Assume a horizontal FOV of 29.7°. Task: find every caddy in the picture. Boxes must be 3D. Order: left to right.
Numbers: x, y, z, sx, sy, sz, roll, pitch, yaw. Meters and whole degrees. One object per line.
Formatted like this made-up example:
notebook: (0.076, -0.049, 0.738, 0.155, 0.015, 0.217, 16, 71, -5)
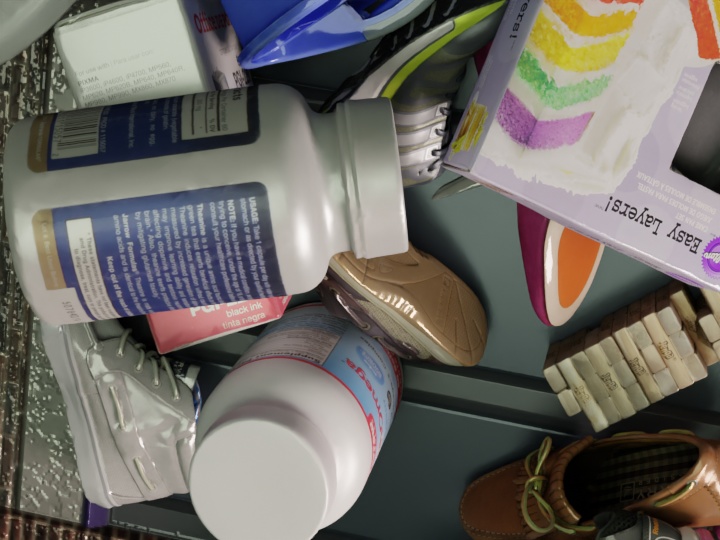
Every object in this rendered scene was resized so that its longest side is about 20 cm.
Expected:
caddy: (0.001, -0.191, 0.795, 0.199, 0.141, 0.106, -31, 94, 17)

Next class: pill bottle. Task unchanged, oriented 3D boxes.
pill bottle: (-0.078, -0.038, 0.717, 0.198, 0.111, 0.112, -7, 103, 0)
pill bottle: (-0.039, 0.096, 0.844, 0.108, 0.200, 0.110, 3, 105, 10)

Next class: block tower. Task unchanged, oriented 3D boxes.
block tower: (0.215, 0.031, 0.858, 0.199, 0.058, 0.054, -29, 97, 18)

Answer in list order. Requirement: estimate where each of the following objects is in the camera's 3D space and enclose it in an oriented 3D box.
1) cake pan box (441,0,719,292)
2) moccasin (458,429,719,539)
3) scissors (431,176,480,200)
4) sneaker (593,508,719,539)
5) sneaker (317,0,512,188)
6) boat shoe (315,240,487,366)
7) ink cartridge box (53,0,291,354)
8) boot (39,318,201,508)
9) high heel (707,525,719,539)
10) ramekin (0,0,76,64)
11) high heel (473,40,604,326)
cake pan box: (0.168, -0.104, 0.780, 0.199, 0.052, 0.186, 24, 94, -21)
moccasin: (0.142, 0.140, 0.860, 0.200, 0.074, 0.078, -12, 145, 43)
scissors: (0.141, -0.080, 0.863, 0.199, 0.014, 0.073, -38, 94, 16)
sneaker: (0.134, 0.218, 0.836, 0.086, 0.080, 0.201, 27, 113, -6)
sneaker: (0.035, -0.103, 0.841, 0.081, 0.074, 0.200, 38, 130, -14)
boat shoe: (0.000, 0.000, 0.854, 0.064, 0.072, 0.200, -22, 131, 38)
ink cartridge box: (-0.105, -0.071, 0.842, 0.084, 0.146, 0.202, -17, 101, 8)
boot: (-0.156, 0.065, 0.934, 0.095, 0.074, 0.202, -8, 111, 6)
high heel: (0.275, 0.151, 0.859, 0.095, 0.067, 0.202, 15, 103, 19)
ramekin: (-0.230, -0.221, 0.795, 0.202, 0.203, 0.094, -38, 137, 17)
high heel: (0.105, -0.070, 0.850, 0.096, 0.067, 0.202, 15, 106, 44)
